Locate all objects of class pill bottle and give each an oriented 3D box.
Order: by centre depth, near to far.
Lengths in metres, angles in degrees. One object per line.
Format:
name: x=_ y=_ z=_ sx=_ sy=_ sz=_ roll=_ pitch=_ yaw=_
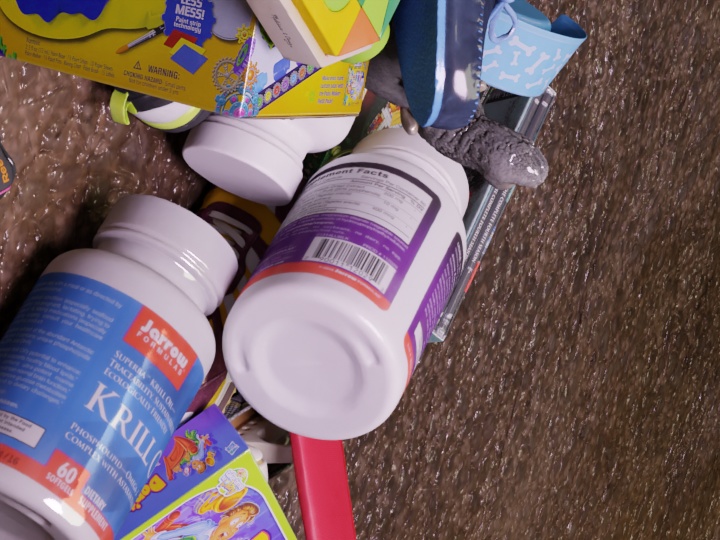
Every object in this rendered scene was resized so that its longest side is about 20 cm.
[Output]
pill bottle: x=-0.149 y=0.059 z=1.376 sx=0.201 sy=0.112 sz=0.112 roll=-62 pitch=152 yaw=-25
pill bottle: x=0.000 y=0.000 z=1.469 sx=0.200 sy=0.111 sz=0.112 roll=-61 pitch=154 yaw=-51
pill bottle: x=-0.037 y=-0.144 z=1.498 sx=0.201 sy=0.104 sz=0.104 roll=-66 pitch=153 yaw=-16

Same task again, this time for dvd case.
dvd case: x=0.050 y=-0.037 z=1.708 sx=0.022 sy=0.146 sz=0.201 roll=37 pitch=68 yaw=-25

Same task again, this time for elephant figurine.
elephant figurine: x=0.011 y=-0.142 z=1.339 sx=0.155 sy=0.199 sz=0.142 roll=26 pitch=82 yaw=-38

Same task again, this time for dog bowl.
dog bowl: x=0.062 y=-0.173 z=1.599 sx=0.111 sy=0.200 sz=0.050 roll=12 pitch=111 yaw=-38

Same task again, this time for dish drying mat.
dish drying mat: x=-0.023 y=0.145 z=1.594 sx=0.077 sy=0.018 sz=0.202 roll=10 pitch=71 yaw=-72

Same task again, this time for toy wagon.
toy wagon: x=0.002 y=-0.199 z=1.159 sx=0.201 sy=0.039 sz=0.155 roll=-64 pitch=151 yaw=-19

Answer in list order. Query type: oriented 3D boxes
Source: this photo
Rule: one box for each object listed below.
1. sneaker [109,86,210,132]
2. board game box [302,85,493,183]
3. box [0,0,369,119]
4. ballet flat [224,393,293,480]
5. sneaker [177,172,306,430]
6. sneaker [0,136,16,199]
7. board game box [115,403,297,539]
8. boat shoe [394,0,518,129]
sneaker: x=-0.091 y=-0.174 z=1.409 sx=0.083 sy=0.071 sz=0.201 roll=28 pitch=79 yaw=-63
board game box: x=0.007 y=-0.060 z=1.611 sx=0.104 sy=0.023 sz=0.201 roll=12 pitch=114 yaw=-40
box: x=-0.095 y=-0.192 z=1.241 sx=0.122 sy=0.199 sz=0.194 roll=-7 pitch=110 yaw=-60
ballet flat: x=-0.079 y=0.119 z=1.601 sx=0.200 sy=0.072 sz=0.073 roll=-32 pitch=132 yaw=-54
sneaker: x=-0.091 y=0.006 z=1.506 sx=0.090 sy=0.074 sz=0.201 roll=50 pitch=58 yaw=-66
sneaker: x=-0.208 y=-0.069 z=1.214 sx=0.080 sy=0.086 sz=0.201 roll=-40 pitch=137 yaw=-52
board game box: x=-0.107 y=0.187 z=1.539 sx=0.134 sy=0.045 sz=0.200 roll=-35 pitch=143 yaw=-9
boat shoe: x=0.060 y=-0.169 z=1.262 sx=0.084 sy=0.068 sz=0.202 roll=144 pitch=-50 yaw=-67
